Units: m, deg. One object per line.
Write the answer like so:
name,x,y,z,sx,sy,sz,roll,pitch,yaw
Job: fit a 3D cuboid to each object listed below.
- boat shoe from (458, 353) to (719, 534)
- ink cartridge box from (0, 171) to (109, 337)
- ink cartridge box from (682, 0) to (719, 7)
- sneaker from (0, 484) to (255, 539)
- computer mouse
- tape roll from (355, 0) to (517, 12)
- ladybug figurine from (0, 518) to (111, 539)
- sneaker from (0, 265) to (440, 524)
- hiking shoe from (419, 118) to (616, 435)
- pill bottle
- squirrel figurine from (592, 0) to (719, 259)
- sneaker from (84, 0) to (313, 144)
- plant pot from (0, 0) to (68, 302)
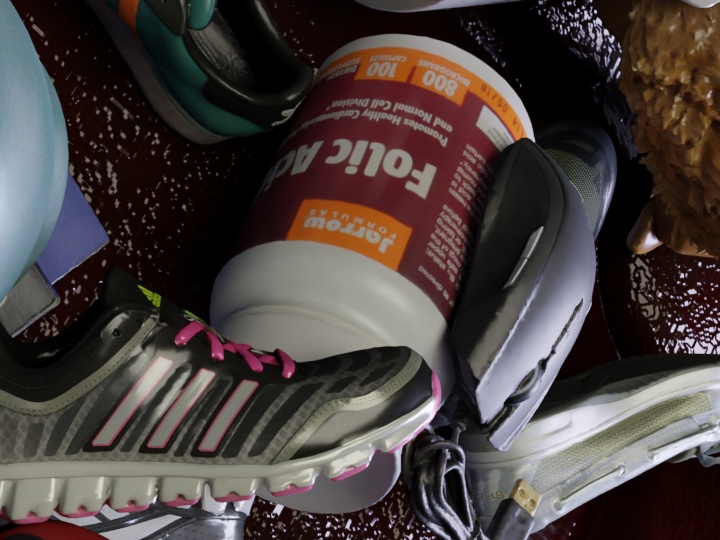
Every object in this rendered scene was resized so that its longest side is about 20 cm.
boat shoe,0.136,0.084,1.180,0.201,0.074,0.065,-15,99,-35
ink cartridge box,-0.209,-0.043,0.940,0.200,0.047,0.199,-40,108,-32
ink cartridge box,0.126,-0.209,1.128,0.115,0.199,0.067,-27,136,-38
sneaker,-0.123,0.118,0.968,0.199,0.066,0.091,10,77,-43
computer mouse,0.075,0.050,1.010,0.141,0.046,0.201,70,31,-46
tape roll,0.038,-0.219,1.058,0.070,0.202,0.204,-10,90,-39
ladybug figurine,-0.163,0.153,0.878,0.199,0.136,0.072,-28,96,-3
sneaker,-0.069,0.040,0.887,0.198,0.074,0.088,-7,98,-4
hiking shoe,0.086,0.001,1.130,0.076,0.100,0.201,49,58,-23
pill bottle,0.000,0.000,1.028,0.114,0.114,0.201,46,45,-24
squirrel figurine,0.176,-0.077,1.176,0.200,0.140,0.188,-70,163,-58
sneaker,-0.092,-0.143,1.020,0.200,0.080,0.072,49,58,-22
plant pot,-0.187,-0.042,0.829,0.134,0.199,0.202,6,79,-64
